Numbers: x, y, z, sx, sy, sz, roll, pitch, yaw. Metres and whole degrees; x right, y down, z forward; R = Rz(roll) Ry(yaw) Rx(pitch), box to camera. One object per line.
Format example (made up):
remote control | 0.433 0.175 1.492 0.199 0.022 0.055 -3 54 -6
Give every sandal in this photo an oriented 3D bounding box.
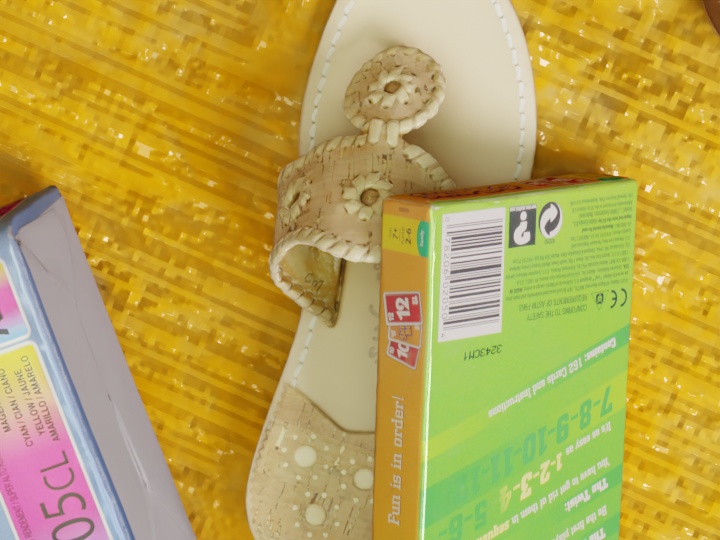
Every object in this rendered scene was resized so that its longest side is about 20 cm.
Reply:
sandal | 0.006 0.001 0.898 0.077 0.070 0.212 14 101 5

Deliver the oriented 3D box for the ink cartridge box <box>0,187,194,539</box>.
ink cartridge box | -0.170 0.074 0.925 0.200 0.076 0.137 -20 97 12

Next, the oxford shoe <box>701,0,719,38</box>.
oxford shoe | 0.114 -0.158 0.857 0.071 0.071 0.200 -15 96 11

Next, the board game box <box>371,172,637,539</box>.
board game box | 0.044 0.073 0.897 0.030 0.095 0.201 8 102 45
